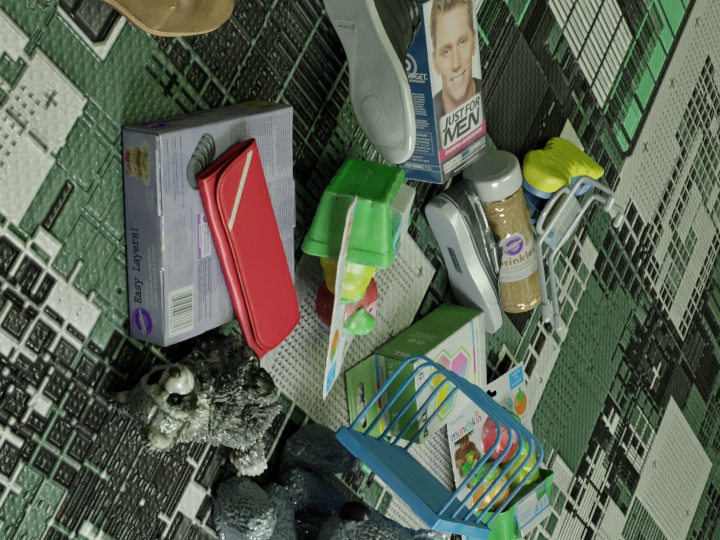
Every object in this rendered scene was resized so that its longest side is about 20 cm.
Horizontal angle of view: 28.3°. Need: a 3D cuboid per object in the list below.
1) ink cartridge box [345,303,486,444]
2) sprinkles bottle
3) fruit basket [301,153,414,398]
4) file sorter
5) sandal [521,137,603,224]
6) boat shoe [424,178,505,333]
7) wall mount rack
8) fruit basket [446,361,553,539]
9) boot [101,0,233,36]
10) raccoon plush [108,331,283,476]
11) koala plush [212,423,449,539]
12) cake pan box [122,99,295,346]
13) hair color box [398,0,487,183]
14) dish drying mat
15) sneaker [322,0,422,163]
[{"bbox_3d":[0.068,0.125,1.617,0.200,0.059,0.105,-32,125,-46],"label":"ink cartridge box"},{"bbox_3d":[0.174,-0.045,1.711,0.068,0.068,0.201,-49,136,-35],"label":"sprinkles bottle"},{"bbox_3d":[0.000,0.000,1.417,0.185,0.093,0.202,-62,155,-66],"label":"fruit basket"},{"bbox_3d":[0.090,0.179,1.464,0.123,0.139,0.200,-51,157,3],"label":"file sorter"},{"bbox_3d":[0.238,-0.111,1.791,0.199,0.079,0.087,-17,143,-56],"label":"sandal"},{"bbox_3d":[0.136,-0.017,1.656,0.068,0.072,0.201,-37,124,-19],"label":"boat shoe"},{"bbox_3d":[0.252,-0.023,1.742,0.175,0.074,0.200,-58,162,1],"label":"wall mount rack"},{"bbox_3d":[0.175,0.238,1.779,0.185,0.093,0.202,-25,117,-49],"label":"fruit basket"},{"bbox_3d":[-0.159,-0.235,1.175,0.199,0.075,0.074,9,91,-57],"label":"boot"},{"bbox_3d":[-0.144,0.152,1.300,0.134,0.096,0.201,-32,129,-27],"label":"raccoon plush"},{"bbox_3d":[-0.016,0.281,1.422,0.177,0.199,0.185,-33,126,-46],"label":"koala plush"},{"bbox_3d":[-0.132,-0.043,1.292,0.184,0.052,0.202,-21,117,-48],"label":"cake pan box"},{"bbox_3d":[0.081,-0.206,1.537,0.100,0.060,0.202,-37,128,-44],"label":"hair color box"},{"bbox_3d":[-0.096,-0.015,1.293,0.077,0.018,0.201,-46,135,-39],"label":"dish drying mat"},{"bbox_3d":[0.033,-0.209,1.418,0.099,0.070,0.202,-17,89,-52],"label":"sneaker"}]
